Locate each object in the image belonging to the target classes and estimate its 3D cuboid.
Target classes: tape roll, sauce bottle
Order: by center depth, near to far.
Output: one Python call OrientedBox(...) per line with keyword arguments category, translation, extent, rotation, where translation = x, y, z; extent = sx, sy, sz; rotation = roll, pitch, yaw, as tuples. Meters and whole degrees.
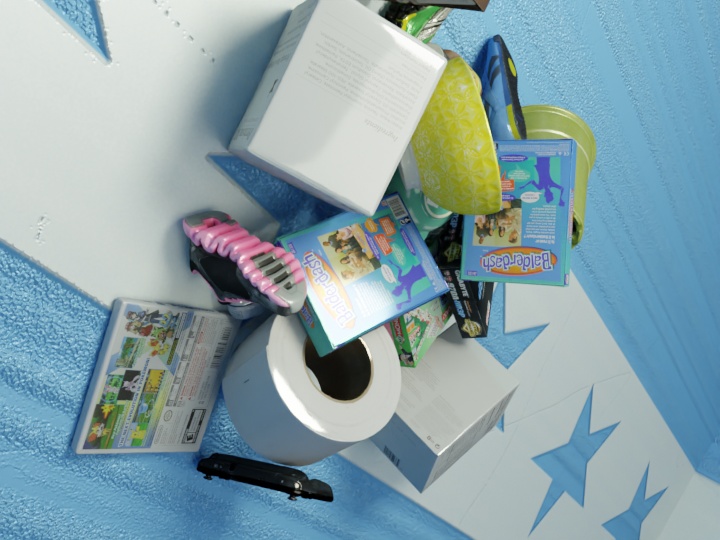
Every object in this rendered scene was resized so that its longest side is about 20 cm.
OrientedBox(category="tape roll", translation=(-0.063, 0.144, 1.017), extent=(0.201, 0.139, 0.205), rotation=(18, 57, -29))
OrientedBox(category="sauce bottle", translation=(0.123, -0.272, 1.077), extent=(0.200, 0.064, 0.065), rotation=(-5, 114, -70))

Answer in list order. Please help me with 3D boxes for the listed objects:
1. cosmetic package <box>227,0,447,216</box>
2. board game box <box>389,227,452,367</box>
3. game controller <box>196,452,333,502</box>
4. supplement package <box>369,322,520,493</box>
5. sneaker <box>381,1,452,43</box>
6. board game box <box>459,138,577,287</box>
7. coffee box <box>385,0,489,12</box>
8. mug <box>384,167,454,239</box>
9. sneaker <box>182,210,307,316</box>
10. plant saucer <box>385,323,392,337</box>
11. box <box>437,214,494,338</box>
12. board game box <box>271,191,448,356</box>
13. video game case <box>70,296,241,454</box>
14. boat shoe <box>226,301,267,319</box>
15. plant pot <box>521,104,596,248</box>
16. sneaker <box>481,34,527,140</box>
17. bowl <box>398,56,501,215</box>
OrientedBox(category="cosmetic package", translation=(-0.033, -0.193, 0.905), extent=(0.165, 0.167, 0.201), rotation=(26, 90, -20))
OrientedBox(category="board game box", translation=(0.098, 0.037, 1.172), extent=(0.200, 0.029, 0.136), rotation=(-45, 129, -51))
OrientedBox(category="game controller", translation=(-0.132, 0.289, 1.051), extent=(0.104, 0.199, 0.042), rotation=(42, 58, -43))
OrientedBox(category="supplement package", translation=(0.130, 0.225, 1.266), extent=(0.199, 0.152, 0.151), rotation=(-33, 153, -28))
OrientedBox(category="sneaker", translation=(0.070, -0.332, 1.055), extent=(0.200, 0.078, 0.085), rotation=(-45, 140, -7))
OrientedBox(category="board game box", translation=(0.221, -0.081, 1.077), extent=(0.045, 0.151, 0.202), rotation=(0, 94, -66))
OrientedBox(category="coffee box", translation=(0.082, -0.394, 0.937), extent=(0.080, 0.199, 0.114), rotation=(27, 90, -46))
OrientedBox(category="mug", translation=(0.088, -0.121, 1.128), extent=(0.152, 0.114, 0.186), rotation=(-36, 129, -26))
OrientedBox(category="sneaker", translation=(-0.141, 0.008, 0.920), extent=(0.079, 0.199, 0.096), rotation=(-17, 132, -44))
OrientedBox(category="plant saucer", translation=(0.032, 0.072, 1.208), extent=(0.199, 0.051, 0.203), rotation=(-20, 121, -37))
OrientedBox(category="box", translation=(0.178, -0.017, 1.240), extent=(0.201, 0.046, 0.160), rotation=(-72, 149, -44))
OrientedBox(category="board game box", translation=(0.000, 0.000, 0.989), extent=(0.199, 0.045, 0.153), rotation=(-23, 83, -33))
OrientedBox(category="video game case", translation=(-0.258, 0.140, 0.985), extent=(0.181, 0.022, 0.202), rotation=(12, 100, -46))
OrientedBox(category="boat shoe", translation=(-0.094, -0.004, 1.037), extent=(0.199, 0.073, 0.067), rotation=(-31, 127, -30))
OrientedBox(category="plant pot", translation=(0.277, -0.121, 1.192), extent=(0.191, 0.198, 0.201), rotation=(-83, 155, -45))
OrientedBox(category="sneaker", translation=(0.203, -0.273, 1.177), extent=(0.066, 0.078, 0.202), rotation=(29, 51, -50))
OrientedBox(category="bowl", translation=(0.098, -0.154, 0.965), extent=(0.107, 0.201, 0.201), rotation=(-16, 126, 2))
